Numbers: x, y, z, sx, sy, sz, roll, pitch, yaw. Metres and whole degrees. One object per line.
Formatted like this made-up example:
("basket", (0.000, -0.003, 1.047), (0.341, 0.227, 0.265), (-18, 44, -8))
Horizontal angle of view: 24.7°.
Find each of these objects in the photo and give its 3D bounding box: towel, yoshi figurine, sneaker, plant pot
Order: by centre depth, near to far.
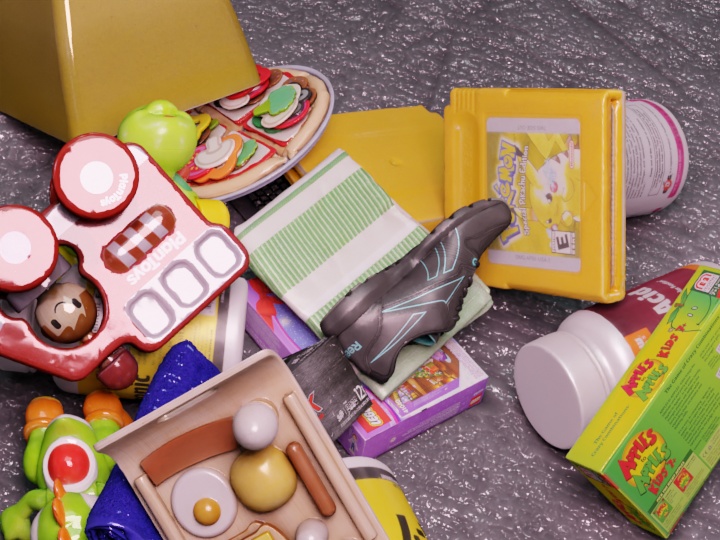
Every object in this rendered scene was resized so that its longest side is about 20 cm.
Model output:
("towel", (-0.125, 0.167, 1.266), (0.049, 0.148, 0.200), (-17, 34, 29))
("yoshi figurine", (-0.216, 0.191, 1.275), (0.112, 0.112, 0.200), (30, 26, -27))
("sneaker", (0.059, 0.015, 1.393), (0.200, 0.075, 0.079), (-38, 84, -17))
("towel", (0.000, 0.000, 1.435), (0.200, 0.023, 0.152), (44, 62, 13))
("plant pot", (-0.240, -0.247, 1.554), (0.200, 0.177, 0.200), (-24, 28, -27))

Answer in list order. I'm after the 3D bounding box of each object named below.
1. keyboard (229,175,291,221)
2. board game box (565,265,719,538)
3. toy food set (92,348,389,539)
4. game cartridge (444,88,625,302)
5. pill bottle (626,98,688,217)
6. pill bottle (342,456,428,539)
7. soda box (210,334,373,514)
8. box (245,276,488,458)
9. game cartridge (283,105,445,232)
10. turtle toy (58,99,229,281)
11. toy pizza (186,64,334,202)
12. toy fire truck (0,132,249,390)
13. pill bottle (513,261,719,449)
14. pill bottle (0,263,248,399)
("keyboard", (-0.068, -0.086, 1.590), (0.127, 0.021, 0.200), (-24, 56, -28))
("board game box", (0.266, 0.107, 1.355), (0.200, 0.102, 0.048), (-53, 31, -12))
("toy food set", (-0.076, 0.172, 1.151), (0.143, 0.060, 0.200), (-30, 93, 6))
("game cartridge", (0.147, -0.070, 1.433), (0.032, 0.177, 0.200), (-7, 10, -40))
("pill bottle", (0.205, -0.100, 1.553), (0.200, 0.114, 0.113), (-10, 48, -39))
("pill bottle", (0.013, 0.249, 1.228), (0.114, 0.115, 0.200), (-13, 52, -21))
("soda box", (-0.067, 0.123, 1.279), (0.071, 0.063, 0.200), (61, 29, -6))
("box", (-0.003, 0.064, 1.448), (0.137, 0.039, 0.200), (-24, 56, -29))
("game cartridge", (0.030, -0.092, 1.579), (0.199, 0.033, 0.176), (-9, 44, -34))
("turtle toy", (-0.194, -0.062, 1.426), (0.145, 0.200, 0.101), (-1, 57, -31))
("toy pizza", (-0.119, -0.136, 1.555), (0.200, 0.032, 0.201), (-18, 37, 14))
("toy fire truck", (-0.207, 0.000, 1.285), (0.200, 0.112, 0.168), (-44, 94, -13))
("pill bottle", (0.240, 0.074, 1.428), (0.199, 0.114, 0.114), (-21, 54, -26))
("pill bottle", (-0.197, 0.051, 1.377), (0.199, 0.112, 0.112), (6, 47, -4))
